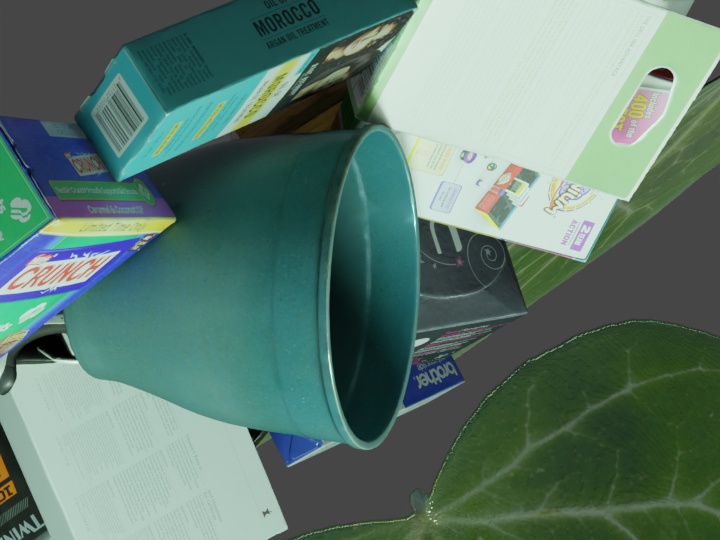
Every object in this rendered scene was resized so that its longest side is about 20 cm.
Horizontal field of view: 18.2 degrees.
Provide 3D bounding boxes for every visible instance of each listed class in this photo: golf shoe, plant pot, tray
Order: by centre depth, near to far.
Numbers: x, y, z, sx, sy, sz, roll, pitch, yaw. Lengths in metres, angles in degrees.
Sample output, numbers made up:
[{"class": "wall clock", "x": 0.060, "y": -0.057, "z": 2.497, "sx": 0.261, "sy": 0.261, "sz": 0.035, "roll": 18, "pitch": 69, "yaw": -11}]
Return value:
[{"class": "plant pot", "x": -0.078, "y": 0.008, "z": 1.412, "sx": 0.188, "sy": 0.200, "sz": 0.200, "roll": 1, "pitch": -179, "yaw": 17}, {"class": "golf shoe", "x": -0.198, "y": 0.023, "z": 1.471, "sx": 0.200, "sy": 0.092, "sz": 0.073, "roll": -27, "pitch": 166, "yaw": -49}, {"class": "tray", "x": 0.002, "y": -0.134, "z": 1.538, "sx": 0.200, "sy": 0.037, "sz": 0.099, "roll": -34, "pitch": 171, "yaw": -6}]

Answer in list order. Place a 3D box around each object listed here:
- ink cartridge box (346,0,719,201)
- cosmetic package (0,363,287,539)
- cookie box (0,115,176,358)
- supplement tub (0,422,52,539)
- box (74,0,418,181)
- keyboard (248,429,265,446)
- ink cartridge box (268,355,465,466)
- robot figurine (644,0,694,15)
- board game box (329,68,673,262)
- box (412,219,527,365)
[{"class": "ink cartridge box", "x": 0.111, "y": -0.134, "z": 1.409, "sx": 0.200, "sy": 0.048, "sz": 0.146, "roll": 14, "pitch": 126, "yaw": -22}, {"class": "cosmetic package", "x": -0.154, "y": 0.123, "z": 1.541, "sx": 0.151, "sy": 0.200, "sz": 0.052, "roll": -28, "pitch": -166, "yaw": -27}, {"class": "cookie box", "x": -0.227, "y": 0.000, "z": 1.289, "sx": 0.200, "sy": 0.075, "sz": 0.171, "roll": -37, "pitch": 170, "yaw": 15}, {"class": "supplement tub", "x": -0.243, "y": 0.148, "z": 1.614, "sx": 0.122, "sy": 0.200, "sz": 0.123, "roll": -33, "pitch": 171, "yaw": -6}, {"class": "box", "x": -0.065, "y": -0.122, "z": 1.311, "sx": 0.200, "sy": 0.049, "sz": 0.082, "roll": -27, "pitch": 169, "yaw": -37}, {"class": "keyboard", "x": -0.104, "y": 0.133, "z": 1.696, "sx": 0.200, "sy": 0.040, "sz": 0.104, "roll": -50, "pitch": 178, "yaw": -34}, {"class": "ink cartridge box", "x": -0.006, "y": 0.075, "z": 1.718, "sx": 0.044, "sy": 0.094, "sz": 0.200, "roll": -32, "pitch": 173, "yaw": 35}, {"class": "robot figurine", "x": 0.158, "y": -0.170, "z": 1.551, "sx": 0.169, "sy": 0.113, "sz": 0.200, "roll": -10, "pitch": 135, "yaw": -48}, {"class": "board game box", "x": 0.090, "y": -0.097, "z": 1.492, "sx": 0.200, "sy": 0.040, "sz": 0.153, "roll": 15, "pitch": 120, "yaw": -20}, {"class": "box", "x": 0.000, "y": 0.000, "z": 1.622, "sx": 0.200, "sy": 0.132, "sz": 0.115, "roll": -7, "pitch": 165, "yaw": -38}]
